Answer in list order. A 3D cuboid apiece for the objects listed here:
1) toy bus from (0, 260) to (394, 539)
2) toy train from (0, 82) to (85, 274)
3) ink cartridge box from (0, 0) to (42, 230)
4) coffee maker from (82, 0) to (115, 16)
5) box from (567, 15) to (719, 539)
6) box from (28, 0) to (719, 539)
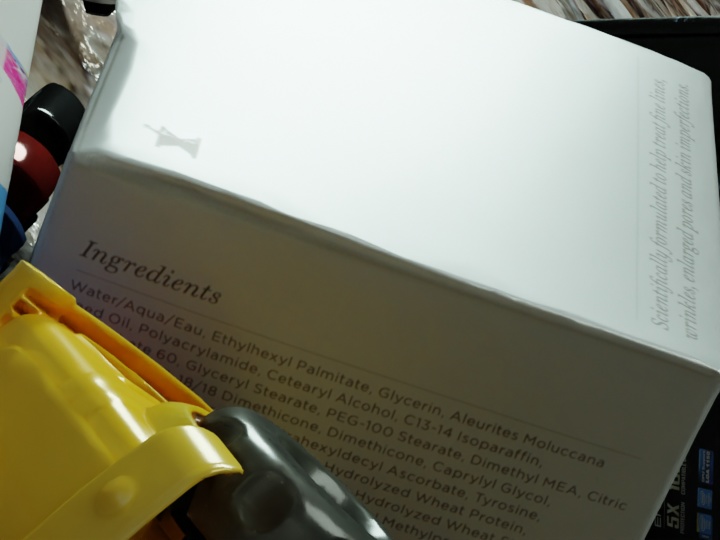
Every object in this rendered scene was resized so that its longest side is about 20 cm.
[{"bbox_3d":[-0.058,0.091,0.713,0.200,0.136,0.192,42,3,-42],"label":"toy bus"},{"bbox_3d":[-0.120,-0.024,0.896,0.034,0.046,0.200,49,16,-12],"label":"toy train"},{"bbox_3d":[-0.159,-0.082,0.801,0.115,0.068,0.200,45,30,-31],"label":"ink cartridge box"},{"bbox_3d":[-0.115,-0.229,1.093,0.135,0.192,0.200,44,5,39],"label":"coffee maker"},{"bbox_3d":[0.130,0.007,1.007,0.086,0.201,0.164,1,4,-25],"label":"box"},{"bbox_3d":[0.000,0.000,0.854,0.200,0.131,0.199,19,30,-5],"label":"box"}]
